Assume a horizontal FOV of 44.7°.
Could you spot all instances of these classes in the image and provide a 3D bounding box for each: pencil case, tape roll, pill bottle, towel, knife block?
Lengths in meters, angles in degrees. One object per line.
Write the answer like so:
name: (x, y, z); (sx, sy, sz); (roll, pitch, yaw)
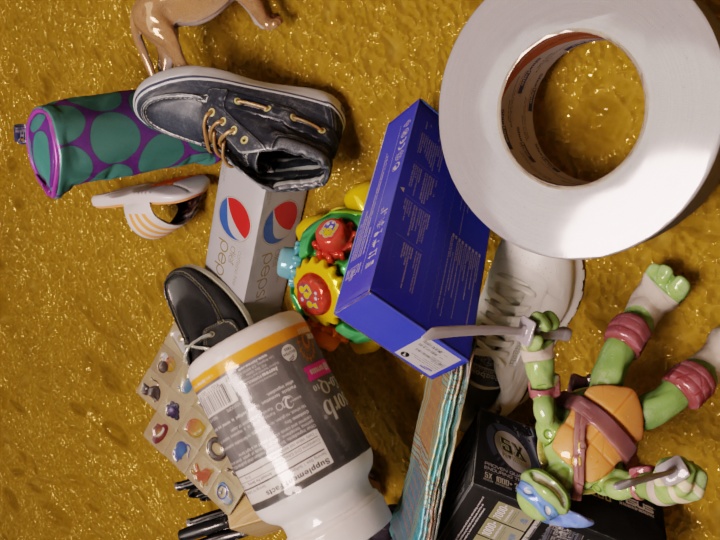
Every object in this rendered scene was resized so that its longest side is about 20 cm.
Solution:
pencil case: (-0.228, -0.130, 0.864); (0.085, 0.199, 0.093); (49, 134, 23)
tape roll: (0.156, -0.111, 0.610); (0.199, 0.066, 0.202); (5, 100, 31)
pill bottle: (-0.059, 0.147, 0.763); (0.116, 0.116, 0.201); (-34, 82, 43)
towel: (0.056, 0.139, 0.705); (0.021, 0.147, 0.202); (11, 93, -2)
knife block: (-0.101, 0.251, 0.931); (0.199, 0.064, 0.176); (26, 80, 30)

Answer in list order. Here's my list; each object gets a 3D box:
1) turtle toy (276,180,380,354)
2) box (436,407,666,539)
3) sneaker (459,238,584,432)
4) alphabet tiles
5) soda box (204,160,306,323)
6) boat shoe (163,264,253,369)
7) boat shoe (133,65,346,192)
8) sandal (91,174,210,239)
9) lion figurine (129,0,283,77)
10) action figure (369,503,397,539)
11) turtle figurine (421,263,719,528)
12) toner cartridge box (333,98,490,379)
turtle toy: (0.000, 0.000, 0.788); (0.199, 0.101, 0.147); (-30, 86, 43)
box: (0.132, 0.237, 0.731); (0.162, 0.086, 0.201); (21, 125, -1)
sneaker: (0.123, 0.043, 0.715); (0.076, 0.080, 0.202); (26, 121, 32)
alphabet tiles: (-0.144, 0.148, 0.905); (0.199, 0.006, 0.167); (37, 107, 19)
soda box: (-0.109, -0.035, 0.890); (0.063, 0.068, 0.201); (32, 125, 26)
boat shoe: (-0.141, 0.080, 0.862); (0.072, 0.067, 0.201); (-37, 75, 25)
boat shoe: (-0.115, -0.125, 0.782); (0.198, 0.091, 0.071); (6, 136, 4)
sandal: (-0.231, -0.068, 0.984); (0.206, 0.079, 0.060); (1, 109, 49)
lion figurine: (-0.151, -0.250, 0.801); (0.199, 0.073, 0.123); (-36, 113, 5)
action figure: (0.029, 0.347, 0.901); (0.130, 0.069, 0.202); (40, 121, 52)
turtle figurine: (0.179, 0.077, 0.585); (0.143, 0.194, 0.201); (23, 148, 50)
toner cartridge box: (0.049, -0.029, 0.657); (0.095, 0.201, 0.043); (36, 137, -23)
